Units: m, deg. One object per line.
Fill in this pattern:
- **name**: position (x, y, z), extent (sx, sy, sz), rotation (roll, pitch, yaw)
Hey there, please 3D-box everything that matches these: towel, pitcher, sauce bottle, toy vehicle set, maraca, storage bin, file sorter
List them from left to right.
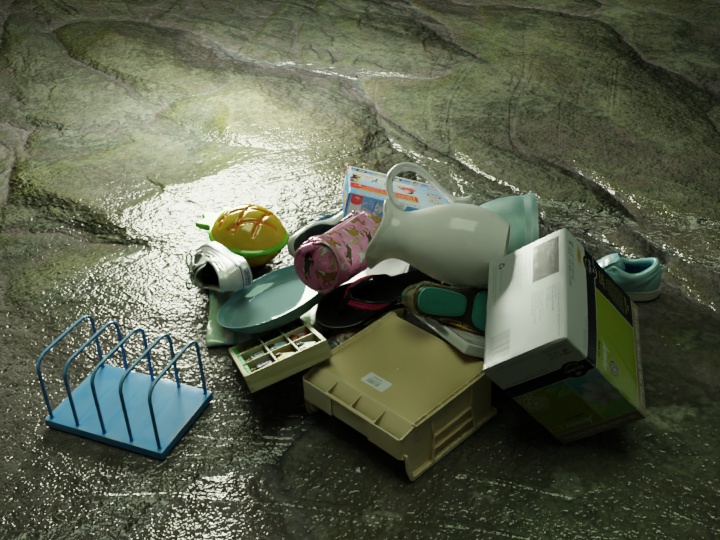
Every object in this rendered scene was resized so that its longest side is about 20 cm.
- **file sorter**: position (-0.339, 0.157, 1.324), extent (0.200, 0.123, 0.139), rotation (11, 34, 20)
- **maraca**: position (-0.215, -0.073, 1.684), extent (0.137, 0.107, 0.200), rotation (-18, 34, -34)
- **towel**: position (-0.154, 0.068, 1.541), extent (0.200, 0.023, 0.153), rotation (-5, 34, -3)
- **toy vehicle set**: position (-0.122, 0.120, 1.358), extent (0.124, 0.027, 0.200), rotation (-24, 12, -11)
- **sauce bottle**: position (-0.006, 0.095, 1.450), extent (0.066, 0.066, 0.200), rotation (22, 39, 33)
- **storage bin**: position (0.054, 0.173, 1.301), extent (0.200, 0.094, 0.198), rotation (27, 43, 37)
- **pitcher**: position (0.121, -0.068, 1.374), extent (0.200, 0.172, 0.121), rotation (10, -4, 12)

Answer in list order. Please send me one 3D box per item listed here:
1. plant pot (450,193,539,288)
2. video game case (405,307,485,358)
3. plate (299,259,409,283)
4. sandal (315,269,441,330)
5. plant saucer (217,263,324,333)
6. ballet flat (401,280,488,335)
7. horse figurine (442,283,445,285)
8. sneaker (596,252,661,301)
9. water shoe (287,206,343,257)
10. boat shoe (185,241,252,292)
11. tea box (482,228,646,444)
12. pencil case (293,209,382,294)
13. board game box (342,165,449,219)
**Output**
- **plant pot**: position (0.213, -0.025, 1.496), extent (0.134, 0.201, 0.200), rotation (1, 33, 6)
- **video game case**: position (0.166, 0.095, 1.385), extent (0.143, 0.017, 0.200), rotation (15, 11, -27)
- **plate**: position (0.000, 0.000, 1.550), extent (0.199, 0.032, 0.200), rotation (-11, 23, 18)
- **sandal**: position (0.023, 0.034, 1.404), extent (0.200, 0.045, 0.075), rotation (-17, 60, 4)
- **plant saucer**: position (-0.133, 0.046, 1.480), extent (0.200, 0.027, 0.200), rotation (-21, 22, 9)
- **ballet flat**: position (0.150, 0.053, 1.359), extent (0.200, 0.068, 0.075), rotation (13, 0, -21)
- **horse figurine**: position (0.196, -0.020, 1.629), extent (0.200, 0.050, 0.133), rotation (-7, 27, -2)
- **sneaker**: position (0.403, 0.004, 1.547), extent (0.200, 0.082, 0.074), rotation (-3, 32, -1)
- **water shoe**: position (-0.073, -0.066, 1.717), extent (0.079, 0.072, 0.200), rotation (2, 21, 44)
- **boat shoe**: position (-0.262, 0.004, 1.575), extent (0.086, 0.075, 0.202), rotation (-17, 21, -27)
- **tea box**: position (0.277, 0.091, 1.254), extent (0.134, 0.197, 0.200), rotation (-28, 33, 34)
- **pencil case**: position (-0.027, -0.032, 1.444), extent (0.086, 0.083, 0.200), rotation (34, 29, 10)
- **board game box**: position (0.067, -0.123, 1.708), extent (0.200, 0.056, 0.196), rotation (13, 20, -5)
